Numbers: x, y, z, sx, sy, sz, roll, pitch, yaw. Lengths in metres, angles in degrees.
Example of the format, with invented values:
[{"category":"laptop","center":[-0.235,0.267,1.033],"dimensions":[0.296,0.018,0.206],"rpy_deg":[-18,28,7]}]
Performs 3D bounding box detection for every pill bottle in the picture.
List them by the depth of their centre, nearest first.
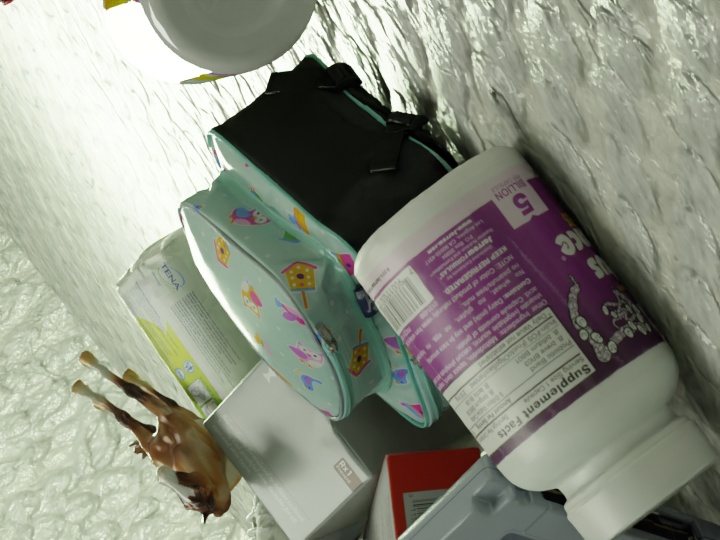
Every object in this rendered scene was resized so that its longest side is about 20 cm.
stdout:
[{"category":"pill bottle","center":[0.096,0.043,1.528],"dimensions":[0.200,0.112,0.112],"rpy_deg":[53,169,7]},{"category":"pill bottle","center":[-0.095,-0.163,1.724],"dimensions":[0.104,0.104,0.200],"rpy_deg":[56,169,-9]}]

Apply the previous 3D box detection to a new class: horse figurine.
[{"category":"horse figurine","center":[-0.119,0.109,1.859],"dimensions":[0.132,0.050,0.200],"rpy_deg":[37,177,10]}]

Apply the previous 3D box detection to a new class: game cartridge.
[{"category":"game cartridge","center":[0.103,0.172,1.624],"dimensions":[0.200,0.133,0.041],"rpy_deg":[20,-147,-35]}]

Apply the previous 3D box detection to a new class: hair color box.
[{"category":"hair color box","center":[0.041,0.186,1.795],"dimensions":[0.200,0.061,0.102],"rpy_deg":[104,161,-69]}]

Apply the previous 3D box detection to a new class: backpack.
[{"category":"backpack","center":[0.000,0.000,1.716],"dimensions":[0.176,0.153,0.200],"rpy_deg":[36,167,46]}]

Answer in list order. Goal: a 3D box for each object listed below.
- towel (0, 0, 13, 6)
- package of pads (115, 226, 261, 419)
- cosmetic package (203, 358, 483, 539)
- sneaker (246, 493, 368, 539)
[{"category":"towel","center":[-0.175,-0.256,1.630],"dimensions":[0.145,0.200,0.022],"rpy_deg":[54,-152,-2]},{"category":"package of pads","center":[-0.062,0.027,1.988],"dimensions":[0.155,0.068,0.200],"rpy_deg":[54,-148,4]},{"category":"cosmetic package","center":[0.005,0.093,1.863],"dimensions":[0.107,0.200,0.090],"rpy_deg":[53,125,15]},{"category":"sneaker","center":[-0.043,0.172,1.868],"dimensions":[0.071,0.200,0.073],"rpy_deg":[30,121,7]}]
